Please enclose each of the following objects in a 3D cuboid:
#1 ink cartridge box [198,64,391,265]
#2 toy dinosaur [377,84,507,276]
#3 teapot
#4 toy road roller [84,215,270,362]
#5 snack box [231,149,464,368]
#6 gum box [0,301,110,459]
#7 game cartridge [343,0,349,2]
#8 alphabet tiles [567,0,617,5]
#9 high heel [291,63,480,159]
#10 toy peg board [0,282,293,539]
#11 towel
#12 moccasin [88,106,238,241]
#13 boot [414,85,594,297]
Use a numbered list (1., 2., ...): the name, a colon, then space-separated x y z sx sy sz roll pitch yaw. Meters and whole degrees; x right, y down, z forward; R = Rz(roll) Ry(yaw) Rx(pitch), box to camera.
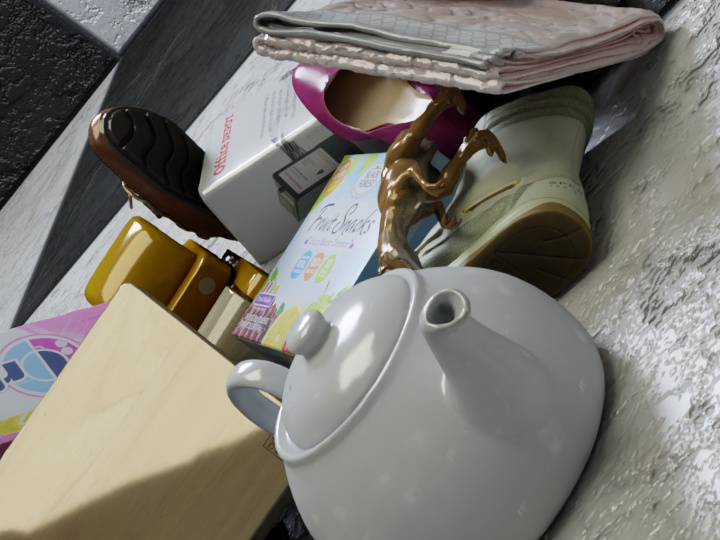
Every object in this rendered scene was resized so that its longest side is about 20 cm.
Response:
1. ink cartridge box: -0.025 -0.114 1.383 0.200 0.084 0.146 -31 24 17
2. toy dinosaur: 0.033 -0.067 1.042 0.106 0.060 0.200 -41 20 27
3. teapot: 0.020 0.071 0.901 0.200 0.146 0.198 -50 18 19
4. toy road roller: -0.145 0.032 1.399 0.123 0.146 0.200 -58 17 0
5. snack box: 0.000 0.000 1.216 0.169 0.068 0.200 -58 18 -7
6. gum box: -0.236 0.099 1.287 0.113 0.199 0.066 44 138 38
7. game cartridge: 0.058 -0.183 1.272 0.200 0.133 0.041 -121 31 -63
8. alphabet tiles: 0.076 -0.205 1.195 0.195 0.199 0.015 -10 -71 -65
9. high heel: 0.010 -0.129 1.223 0.199 0.096 0.068 22 83 35
10. toy peg board: -0.133 0.151 1.189 0.199 0.098 0.200 35 90 29
11. towel: 0.062 -0.152 1.078 0.199 0.032 0.191 14 22 36
12. moccasin: -0.163 -0.077 1.420 0.077 0.201 0.074 -11 70 28
13. boot: 0.068 -0.021 1.069 0.200 0.072 0.155 -37 25 33
